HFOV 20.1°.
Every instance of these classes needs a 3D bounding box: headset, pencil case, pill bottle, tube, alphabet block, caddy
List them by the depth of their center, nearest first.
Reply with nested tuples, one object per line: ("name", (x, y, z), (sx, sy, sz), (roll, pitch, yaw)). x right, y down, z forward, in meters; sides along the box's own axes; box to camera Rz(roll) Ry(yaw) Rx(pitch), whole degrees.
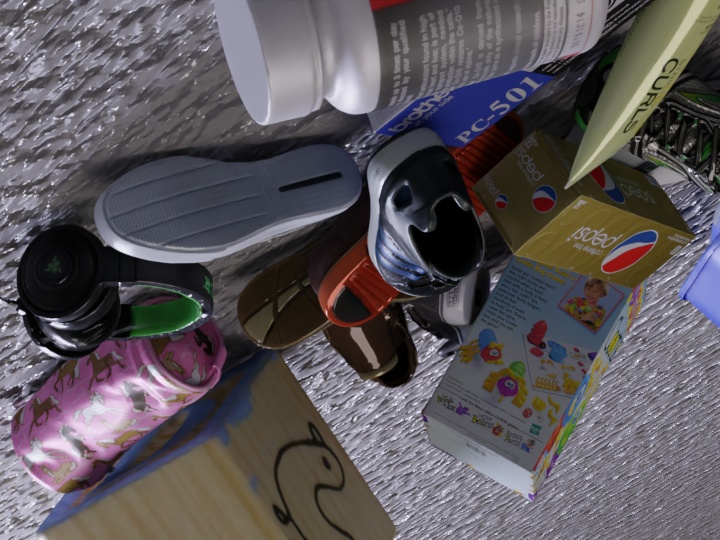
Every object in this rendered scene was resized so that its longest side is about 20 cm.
("pill bottle", (0.026, -0.152, 1.123), (0.198, 0.115, 0.114), (-17, 159, -14))
("tube", (0.193, -0.141, 1.326), (0.058, 0.052, 0.201), (9, 129, -24))
("headset", (-0.199, 0.030, 1.377), (0.198, 0.095, 0.124), (2, 159, -6))
("pencil case", (-0.189, 0.098, 1.582), (0.086, 0.083, 0.200), (1, 149, -45))
("alphabet block", (-0.115, 0.218, 1.692), (0.196, 0.201, 0.195), (-30, -169, 24))
("caddy", (0.355, -0.023, 1.795), (0.141, 0.105, 0.200), (-38, 166, -22))

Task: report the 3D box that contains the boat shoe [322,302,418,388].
("boat shoe", (0.009, 0.050, 1.668), (0.074, 0.075, 0.202), (-25, 159, 10))

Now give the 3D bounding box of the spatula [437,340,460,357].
("spatula", (0.156, 0.032, 1.847), (0.199, 0.021, 0.056), (-27, 153, 17))

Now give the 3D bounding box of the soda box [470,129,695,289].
("soda box", (0.165, -0.042, 1.483), (0.068, 0.064, 0.199), (-42, 152, 21))

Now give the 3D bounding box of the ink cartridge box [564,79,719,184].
("ink cartridge box", (0.237, -0.087, 1.602), (0.198, 0.044, 0.174), (-12, 156, -25))

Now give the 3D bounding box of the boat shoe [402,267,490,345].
("boat shoe", (0.069, 0.028, 1.696), (0.066, 0.071, 0.200), (5, 175, 11))

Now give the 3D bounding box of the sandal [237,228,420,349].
("sandal", (0.000, 0.000, 1.545), (0.199, 0.081, 0.054), (-25, 175, 14))

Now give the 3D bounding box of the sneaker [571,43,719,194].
("sneaker", (0.235, -0.103, 1.447), (0.199, 0.085, 0.078), (14, 114, -35))

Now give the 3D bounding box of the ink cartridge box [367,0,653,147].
("ink cartridge box", (0.098, -0.152, 1.295), (0.094, 0.045, 0.200), (5, 148, -47))

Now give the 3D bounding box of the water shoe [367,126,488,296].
("water shoe", (0.047, -0.016, 1.373), (0.071, 0.079, 0.200), (-29, 152, -4))

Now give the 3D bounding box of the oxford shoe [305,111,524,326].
("oxford shoe", (0.033, -0.053, 1.466), (0.200, 0.073, 0.071), (-44, 136, 11))

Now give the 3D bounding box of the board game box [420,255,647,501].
("board game box", (0.146, 0.069, 1.667), (0.201, 0.104, 0.103), (-59, 165, -13))

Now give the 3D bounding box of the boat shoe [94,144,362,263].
("boat shoe", (-0.090, -0.038, 1.361), (0.199, 0.073, 0.062), (-9, 162, -33))
